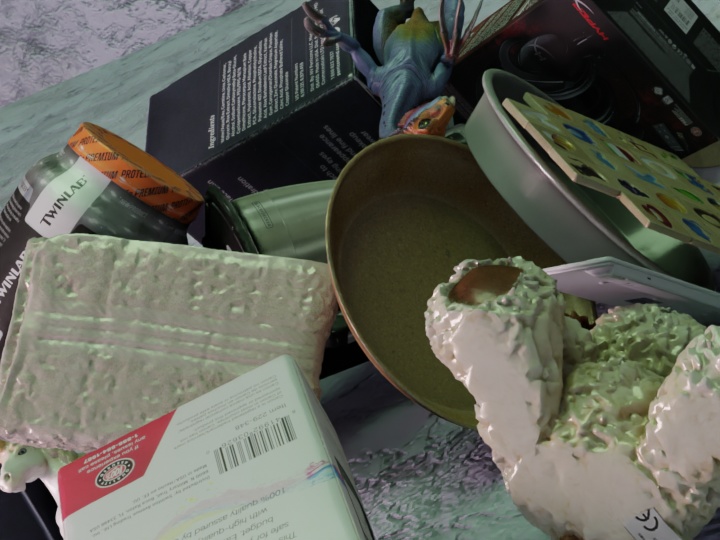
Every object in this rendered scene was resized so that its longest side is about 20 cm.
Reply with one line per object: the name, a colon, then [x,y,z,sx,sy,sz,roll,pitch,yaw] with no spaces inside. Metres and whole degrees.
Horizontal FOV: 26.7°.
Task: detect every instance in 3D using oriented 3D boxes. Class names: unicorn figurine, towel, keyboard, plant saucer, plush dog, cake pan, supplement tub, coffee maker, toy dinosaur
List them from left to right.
supplement tub: [-0.197,0.010,1.008,0.200,0.122,0.123,-57,18,7]
unicorn figurine: [-0.149,0.146,0.921,0.199,0.074,0.138,-8,46,0]
towel: [-0.116,0.050,0.905,0.199,0.133,0.034,7,-13,9]
coffee maker: [0.000,0.000,1.047,0.199,0.135,0.192,-16,-18,-19]
toy dinosaur: [0.049,-0.138,1.029,0.105,0.200,0.182,-6,64,24]
plant saucer: [0.056,0.012,0.916,0.035,0.200,0.200,-40,3,46]
cake pan: [0.142,-0.047,0.964,0.037,0.200,0.200,-47,12,20]
plush dog: [0.142,0.073,0.751,0.199,0.161,0.172,12,19,27]
keyboard: [0.163,0.015,0.838,0.056,0.011,0.200,-4,-12,39]

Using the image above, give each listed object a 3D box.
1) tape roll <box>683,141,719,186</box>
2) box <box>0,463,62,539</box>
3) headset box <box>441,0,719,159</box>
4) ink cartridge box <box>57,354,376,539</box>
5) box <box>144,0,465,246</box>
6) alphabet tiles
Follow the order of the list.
tape roll: [0.284,-0.085,1.094,0.202,0.037,0.203,-24,19,9]
box: [-0.320,0.176,1.060,0.199,0.107,0.148,-27,18,-3]
headset box: [0.156,-0.133,1.082,0.077,0.149,0.200,-51,13,-33]
ink cartridge box: [-0.064,0.154,0.757,0.147,0.086,0.200,-25,36,1]
box: [-0.029,-0.084,1.163,0.200,0.197,0.118,-27,44,24]
alphabet tiles: [0.182,-0.050,0.913,0.006,0.199,0.167,-60,33,20]
